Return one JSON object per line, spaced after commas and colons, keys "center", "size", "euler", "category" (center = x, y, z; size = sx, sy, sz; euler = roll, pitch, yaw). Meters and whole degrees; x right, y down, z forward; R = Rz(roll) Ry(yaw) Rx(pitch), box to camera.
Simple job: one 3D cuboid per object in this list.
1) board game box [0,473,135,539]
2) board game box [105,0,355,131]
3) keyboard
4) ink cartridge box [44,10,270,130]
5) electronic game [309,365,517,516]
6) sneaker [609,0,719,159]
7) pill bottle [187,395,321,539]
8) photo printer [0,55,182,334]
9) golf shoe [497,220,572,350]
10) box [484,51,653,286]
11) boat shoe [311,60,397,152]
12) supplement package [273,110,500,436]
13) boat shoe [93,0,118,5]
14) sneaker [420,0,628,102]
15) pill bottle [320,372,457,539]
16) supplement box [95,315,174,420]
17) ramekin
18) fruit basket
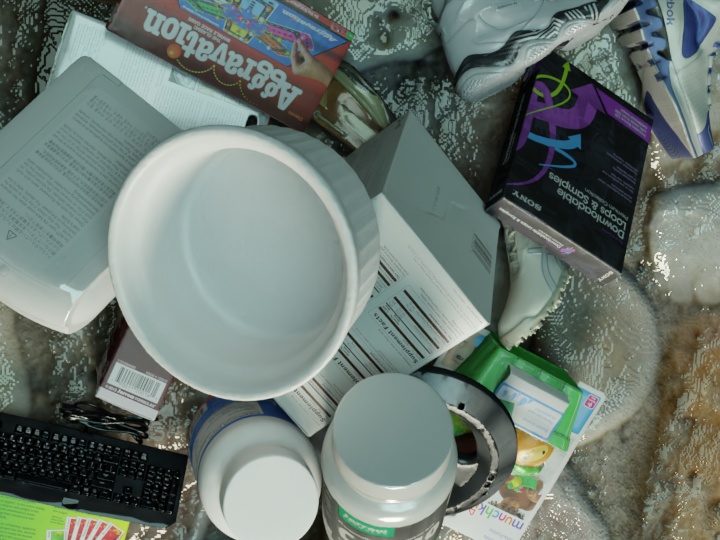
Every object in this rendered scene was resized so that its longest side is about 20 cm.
{"center": [-0.321, 0.237, 1.076], "size": [0.198, 0.048, 0.103], "euler": [15, 93, -15], "category": "board game box"}
{"center": [-0.112, -0.211, 1.013], "size": [0.198, 0.019, 0.104], "euler": [25, 101, -23], "category": "board game box"}
{"center": [-0.256, 0.167, 1.061], "size": [0.198, 0.040, 0.105], "euler": [16, 58, -16], "category": "keyboard"}
{"center": [-0.186, -0.149, 1.053], "size": [0.198, 0.050, 0.110], "euler": [19, 92, -16], "category": "ink cartridge box"}
{"center": [0.050, 0.166, 1.088], "size": [0.197, 0.042, 0.202], "euler": [2, 127, 3], "category": "electronic game"}
{"center": [0.333, -0.219, 1.152], "size": [0.114, 0.081, 0.201], "euler": [-25, 101, -7], "category": "sneaker"}
{"center": [-0.095, 0.180, 1.043], "size": [0.111, 0.200, 0.114], "euler": [-2, 99, -13], "category": "pill bottle"}
{"center": [-0.236, -0.058, 0.943], "size": [0.166, 0.070, 0.200], "euler": [37, 70, 10], "category": "photo printer"}
{"center": [0.165, -0.019, 1.133], "size": [0.097, 0.078, 0.201], "euler": [33, 64, -6], "category": "golf shoe"}
{"center": [0.205, -0.103, 1.107], "size": [0.142, 0.036, 0.202], "euler": [30, 57, -15], "category": "box"}
{"center": [0.021, -0.108, 1.102], "size": [0.074, 0.076, 0.200], "euler": [-43, 97, 1], "category": "boat shoe"}
{"center": [0.000, 0.000, 1.011], "size": [0.199, 0.192, 0.147], "euler": [-34, 107, 24], "category": "supplement package"}
{"center": [-0.165, -0.254, 1.040], "size": [0.198, 0.072, 0.068], "euler": [13, 128, -23], "category": "boat shoe"}
{"center": [0.156, -0.254, 1.088], "size": [0.199, 0.075, 0.116], "euler": [-31, 84, -2], "category": "sneaker"}
{"center": [0.022, 0.170, 0.957], "size": [0.111, 0.201, 0.114], "euler": [0, 60, -1], "category": "pill bottle"}
{"center": [-0.175, 0.024, 1.049], "size": [0.060, 0.109, 0.202], "euler": [25, 91, -14], "category": "supplement box"}
{"center": [-0.080, -0.014, 0.864], "size": [0.198, 0.098, 0.203], "euler": [5, 106, 18], "category": "ramekin"}
{"center": [0.129, 0.173, 1.154], "size": [0.184, 0.094, 0.202], "euler": [28, 94, -16], "category": "fruit basket"}
